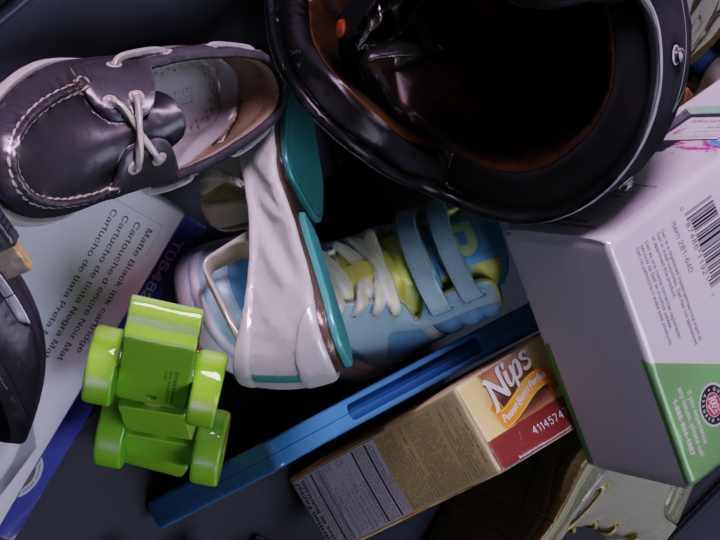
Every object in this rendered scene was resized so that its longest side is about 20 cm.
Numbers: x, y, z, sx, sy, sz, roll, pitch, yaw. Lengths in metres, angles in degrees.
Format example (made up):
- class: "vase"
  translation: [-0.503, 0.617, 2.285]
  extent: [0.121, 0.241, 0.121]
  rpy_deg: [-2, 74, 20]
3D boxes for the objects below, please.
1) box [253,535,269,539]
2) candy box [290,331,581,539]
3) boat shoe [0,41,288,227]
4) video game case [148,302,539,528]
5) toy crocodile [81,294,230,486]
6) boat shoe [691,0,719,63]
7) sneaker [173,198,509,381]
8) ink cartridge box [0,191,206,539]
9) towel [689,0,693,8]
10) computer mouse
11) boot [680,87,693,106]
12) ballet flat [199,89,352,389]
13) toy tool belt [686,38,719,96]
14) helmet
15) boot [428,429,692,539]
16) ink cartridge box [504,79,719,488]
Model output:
- class: "box"
  translation: [-0.030, 0.282, 1.679]
  extent: [0.183, 0.104, 0.200]
  rpy_deg: [-55, 143, -1]
- class: "candy box"
  translation: [0.057, 0.088, 1.584]
  extent: [0.115, 0.056, 0.200]
  rpy_deg: [-28, 176, -33]
- class: "boat shoe"
  translation: [-0.105, -0.067, 1.341]
  extent: [0.200, 0.060, 0.074]
  rpy_deg: [-19, 103, -57]
- class: "video game case"
  translation: [-0.005, 0.077, 1.556]
  extent: [0.199, 0.018, 0.143]
  rpy_deg: [-26, 178, -35]
- class: "toy crocodile"
  translation: [-0.098, 0.057, 1.423]
  extent: [0.200, 0.067, 0.062]
  rpy_deg: [95, 6, -64]
- class: "boat shoe"
  translation: [0.176, -0.160, 1.628]
  extent: [0.200, 0.066, 0.072]
  rpy_deg: [-32, 108, -6]
- class: "sneaker"
  translation: [0.000, 0.000, 1.489]
  extent: [0.130, 0.080, 0.200]
  rpy_deg: [-27, 164, 28]
- class: "ink cartridge box"
  translation: [-0.170, 0.036, 1.399]
  extent: [0.200, 0.041, 0.200]
  rpy_deg: [29, 92, -53]
- class: "towel"
  translation: [0.121, -0.205, 1.530]
  extent: [0.148, 0.031, 0.201]
  rpy_deg: [1, 115, -21]
- class: "computer mouse"
  translation: [-0.167, -0.007, 1.251]
  extent: [0.046, 0.140, 0.201]
  rpy_deg: [-37, 119, -25]
- class: "boot"
  translation: [0.156, -0.033, 1.598]
  extent: [0.200, 0.107, 0.075]
  rpy_deg: [54, 34, -27]
- class: "ballet flat"
  translation: [-0.049, -0.023, 1.416]
  extent: [0.069, 0.201, 0.070]
  rpy_deg: [-5, 139, -5]
- class: "toy tool belt"
  translation: [0.214, -0.104, 1.698]
  extent: [0.200, 0.123, 0.125]
  rpy_deg: [-43, 157, 0]
- class: "helmet"
  translation: [0.068, -0.127, 1.419]
  extent: [0.190, 0.200, 0.201]
  rpy_deg: [21, 99, -36]
- class: "boot"
  translation: [0.132, 0.151, 1.798]
  extent: [0.200, 0.072, 0.155]
  rpy_deg: [-53, 145, -7]
- class: "ink cartridge box"
  translation: [0.190, -0.004, 1.497]
  extent: [0.200, 0.084, 0.145]
  rpy_deg: [-34, 114, -30]
